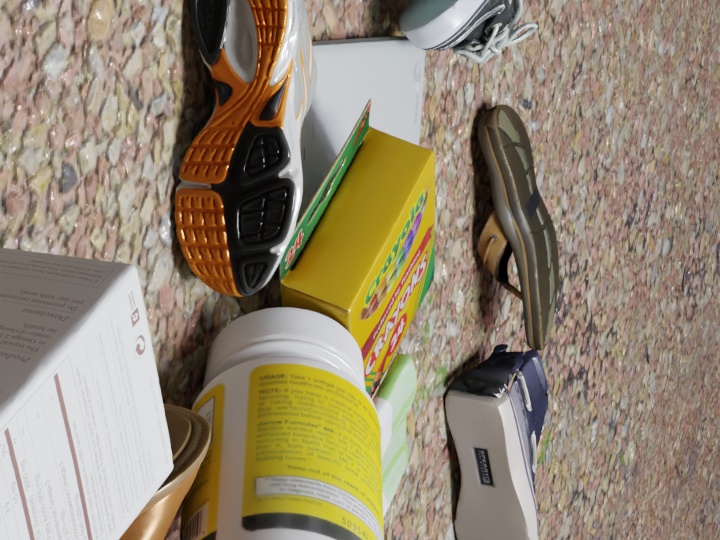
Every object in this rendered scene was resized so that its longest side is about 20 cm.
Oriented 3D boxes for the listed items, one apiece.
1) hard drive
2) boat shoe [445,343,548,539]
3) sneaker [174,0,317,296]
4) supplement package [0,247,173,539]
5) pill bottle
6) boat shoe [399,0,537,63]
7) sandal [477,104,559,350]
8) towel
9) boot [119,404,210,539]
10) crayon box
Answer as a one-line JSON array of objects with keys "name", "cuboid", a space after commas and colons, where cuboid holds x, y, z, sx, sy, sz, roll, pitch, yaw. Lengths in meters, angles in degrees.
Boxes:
[{"name": "hard drive", "cuboid": [-0.009, -0.086, 1.400, 0.200, 0.026, 0.132, -17, 113, -65]}, {"name": "boat shoe", "cuboid": [0.124, 0.156, 1.730, 0.093, 0.075, 0.200, -42, 135, -47]}, {"name": "sneaker", "cuboid": [-0.055, -0.085, 1.234, 0.092, 0.076, 0.200, -15, 112, -71]}, {"name": "supplement package", "cuboid": [-0.182, 0.089, 0.921, 0.200, 0.117, 0.117, -52, 143, -50]}, {"name": "pill bottle", "cuboid": [-0.044, 0.121, 1.204, 0.200, 0.114, 0.114, -91, 171, -48]}, {"name": "boat shoe", "cuboid": [0.083, -0.183, 1.499, 0.068, 0.074, 0.199, 58, 20, -13]}, {"name": "sandal", "cuboid": [0.117, -0.033, 1.696, 0.082, 0.055, 0.200, -53, 130, -60]}, {"name": "towel", "cuboid": [-0.007, 0.171, 1.412, 0.149, 0.031, 0.200, 96, 19, -57]}, {"name": "boot", "cuboid": [-0.138, 0.178, 1.132, 0.200, 0.074, 0.155, -51, 147, -46]}, {"name": "crayon box", "cuboid": [0.000, 0.000, 1.335, 0.127, 0.051, 0.200, -61, 165, -24]}]
